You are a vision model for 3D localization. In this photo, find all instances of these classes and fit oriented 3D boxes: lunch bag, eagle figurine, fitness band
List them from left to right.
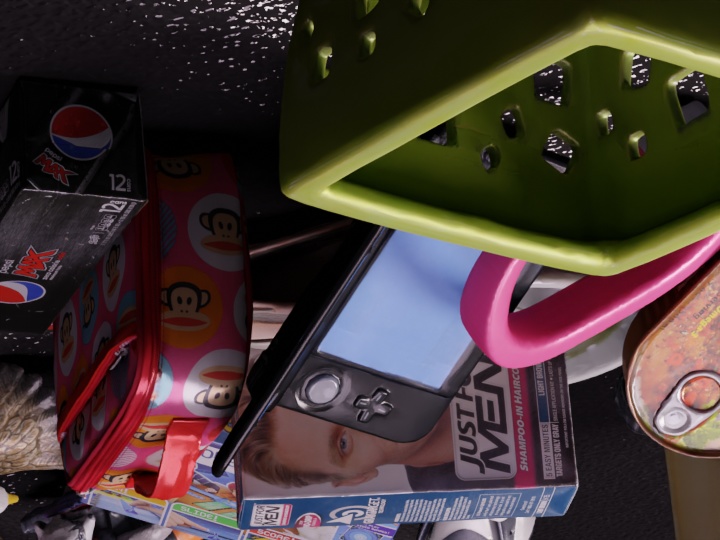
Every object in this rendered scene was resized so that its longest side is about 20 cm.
[{"bbox_3d":[-0.273,0.145,1.919,0.151,0.152,0.200,-34,-164,-34],"label":"eagle figurine"},{"bbox_3d":[-0.114,0.042,1.632,0.082,0.177,0.200,3,157,-18],"label":"lunch bag"},{"bbox_3d":[0.142,-0.018,1.621,0.200,0.037,0.144,-27,152,-24],"label":"fitness band"}]

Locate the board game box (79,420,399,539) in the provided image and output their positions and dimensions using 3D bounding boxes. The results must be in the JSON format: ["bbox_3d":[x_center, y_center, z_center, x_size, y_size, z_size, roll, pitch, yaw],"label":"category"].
[{"bbox_3d":[-0.072,0.134,1.899,0.199,0.035,0.136,17,148,-5],"label":"board game box"}]

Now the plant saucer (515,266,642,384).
[{"bbox_3d":[0.080,0.023,1.797,0.199,0.050,0.200,-3,158,-1],"label":"plant saucer"}]

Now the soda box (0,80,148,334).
[{"bbox_3d":[-0.176,-0.030,1.591,0.070,0.064,0.200,5,156,-21],"label":"soda box"}]

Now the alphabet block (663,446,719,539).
[{"bbox_3d":[0.310,0.147,1.957,0.194,0.201,0.196,-9,158,13],"label":"alphabet block"}]

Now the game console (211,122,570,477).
[{"bbox_3d":[0.025,0.026,1.585,0.175,0.117,0.200,19,117,-31],"label":"game console"}]

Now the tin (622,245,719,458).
[{"bbox_3d":[0.237,0.025,1.723,0.112,0.042,0.200,37,111,-18],"label":"tin"}]

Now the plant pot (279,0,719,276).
[{"bbox_3d":[0.091,-0.125,1.246,0.198,0.182,0.200,13,152,-38],"label":"plant pot"}]

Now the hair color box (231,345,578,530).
[{"bbox_3d":[0.024,0.095,1.762,0.199,0.100,0.061,-2,158,-6],"label":"hair color box"}]

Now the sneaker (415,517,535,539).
[{"bbox_3d":[0.072,0.147,1.940,0.079,0.130,0.199,7,179,14],"label":"sneaker"}]

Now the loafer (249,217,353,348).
[{"bbox_3d":[0.000,0.000,1.689,0.199,0.072,0.063,-15,157,22],"label":"loafer"}]

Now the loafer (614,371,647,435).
[{"bbox_3d":[0.243,0.035,1.790,0.200,0.068,0.070,-27,157,-2],"label":"loafer"}]

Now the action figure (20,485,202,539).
[{"bbox_3d":[-0.140,0.188,2.106,0.193,0.105,0.200,0,162,-38],"label":"action figure"}]

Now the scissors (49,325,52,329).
[{"bbox_3d":[-0.204,0.026,1.800,0.199,0.014,0.073,-2,161,-4],"label":"scissors"}]
